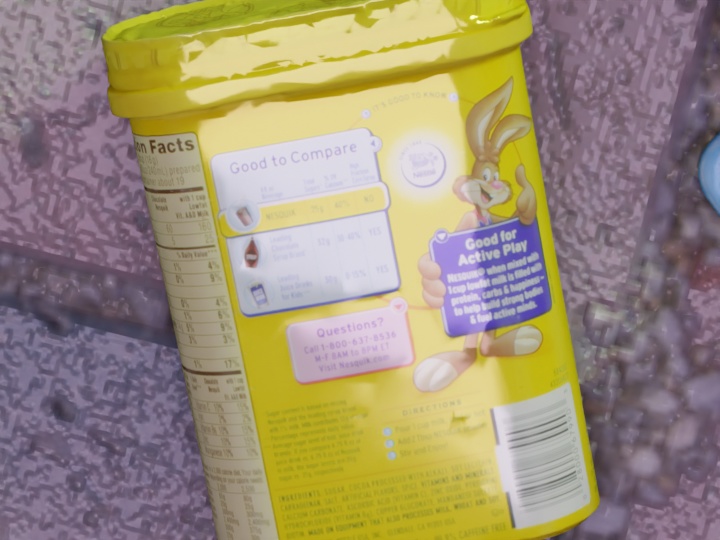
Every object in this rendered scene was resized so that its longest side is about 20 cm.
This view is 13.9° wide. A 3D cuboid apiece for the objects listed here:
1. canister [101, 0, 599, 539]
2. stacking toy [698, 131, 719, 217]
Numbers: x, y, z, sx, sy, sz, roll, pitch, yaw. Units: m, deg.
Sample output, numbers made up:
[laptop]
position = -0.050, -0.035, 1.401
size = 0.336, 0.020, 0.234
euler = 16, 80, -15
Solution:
[canister]
position = 0.000, 0.000, 1.043
size = 0.148, 0.087, 0.200
euler = -10, 102, 2
[stacking toy]
position = 0.193, -0.016, 0.979
size = 0.116, 0.200, 0.110
euler = -40, 98, 7
